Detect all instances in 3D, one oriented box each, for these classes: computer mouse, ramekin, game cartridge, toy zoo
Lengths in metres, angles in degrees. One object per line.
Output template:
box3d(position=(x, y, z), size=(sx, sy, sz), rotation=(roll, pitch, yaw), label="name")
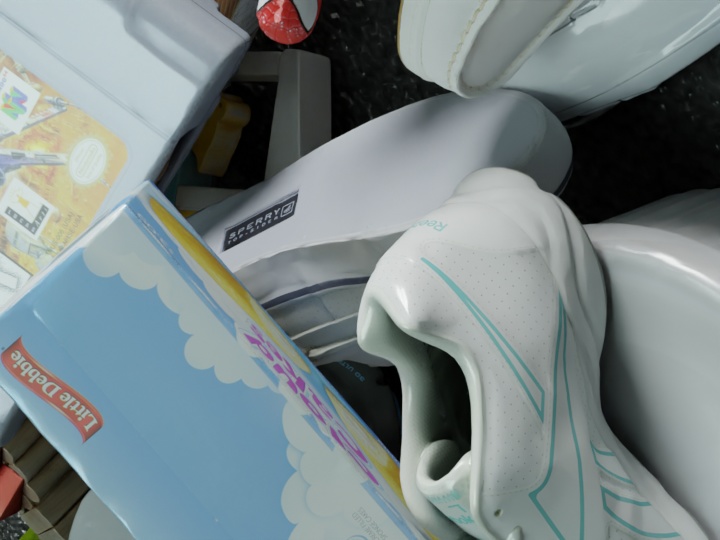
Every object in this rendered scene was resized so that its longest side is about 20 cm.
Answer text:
box3d(position=(0.088, -0.093, 0.706), size=(0.200, 0.044, 0.110), rotation=(-31, 91, 50), label="computer mouse")
box3d(position=(0.124, 0.065, 0.730), size=(0.202, 0.094, 0.204), rotation=(25, 130, 34), label="ramekin")
box3d(position=(-0.141, -0.044, 0.806), size=(0.133, 0.042, 0.201), rotation=(34, 116, 1), label="game cartridge")
box3d(position=(-0.075, -0.024, 0.886), size=(0.199, 0.020, 0.132), rotation=(6, 87, 44), label="toy zoo")

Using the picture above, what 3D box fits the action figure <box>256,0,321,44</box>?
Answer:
box3d(position=(0.002, -0.153, 0.597), size=(0.065, 0.099, 0.201), rotation=(21, 109, 6), label="action figure")

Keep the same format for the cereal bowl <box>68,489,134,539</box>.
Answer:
box3d(position=(-0.052, 0.178, 0.852), size=(0.200, 0.083, 0.202), rotation=(176, 90, -65), label="cereal bowl")

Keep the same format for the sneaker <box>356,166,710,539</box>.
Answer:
box3d(position=(0.054, 0.074, 0.674), size=(0.070, 0.080, 0.201), rotation=(-14, 105, 47), label="sneaker")

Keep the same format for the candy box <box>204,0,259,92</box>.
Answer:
box3d(position=(-0.070, -0.159, 0.782), size=(0.115, 0.055, 0.200), rotation=(35, 130, 5), label="candy box")

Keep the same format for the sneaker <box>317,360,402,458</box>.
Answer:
box3d(position=(-0.077, 0.037, 0.930), size=(0.199, 0.082, 0.074), rotation=(28, 135, 33), label="sneaker")

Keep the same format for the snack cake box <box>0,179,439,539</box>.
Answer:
box3d(position=(-0.030, 0.069, 0.695), size=(0.200, 0.067, 0.115), rotation=(49, -178, -6), label="snack cake box")

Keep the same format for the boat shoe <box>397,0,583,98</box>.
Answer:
box3d(position=(0.079, -0.112, 0.627), size=(0.069, 0.071, 0.200), rotation=(49, 132, 16), label="boat shoe")

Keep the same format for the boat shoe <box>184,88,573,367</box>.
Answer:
box3d(position=(0.000, 0.000, 0.770), size=(0.199, 0.071, 0.070), rotation=(-24, 125, 31), label="boat shoe")

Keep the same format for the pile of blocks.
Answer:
box3d(position=(-0.145, 0.088, 0.934), size=(0.082, 0.062, 0.201), rotation=(15, 140, 39), label="pile of blocks")
